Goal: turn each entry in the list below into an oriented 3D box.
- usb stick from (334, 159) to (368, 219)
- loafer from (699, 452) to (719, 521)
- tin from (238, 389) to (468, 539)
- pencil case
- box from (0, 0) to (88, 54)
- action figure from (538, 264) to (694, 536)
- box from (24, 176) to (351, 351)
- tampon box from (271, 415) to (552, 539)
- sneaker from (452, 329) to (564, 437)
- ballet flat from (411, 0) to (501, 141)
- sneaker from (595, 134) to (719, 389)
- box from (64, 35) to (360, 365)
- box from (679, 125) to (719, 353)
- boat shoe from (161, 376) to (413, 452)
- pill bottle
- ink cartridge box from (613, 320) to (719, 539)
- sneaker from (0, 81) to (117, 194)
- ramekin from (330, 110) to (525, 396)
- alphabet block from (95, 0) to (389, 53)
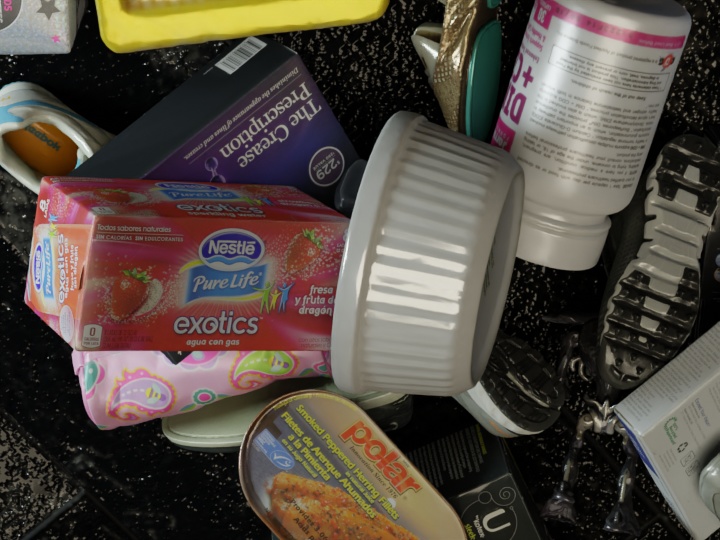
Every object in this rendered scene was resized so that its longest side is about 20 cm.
[{"bbox_3d":[0.000,0.000,1.523,0.033,0.056,0.200,13,142,11],"label":"usb stick"},{"bbox_3d":[0.313,0.183,1.567,0.070,0.070,0.200,-45,143,6],"label":"loafer"},{"bbox_3d":[-0.003,0.176,1.541,0.112,0.042,0.200,-43,82,6],"label":"tin"},{"bbox_3d":[-0.116,0.061,1.581,0.200,0.087,0.088,-14,112,3],"label":"pencil case"},{"bbox_3d":[-0.249,-0.259,1.422,0.115,0.132,0.200,-2,112,-1],"label":"box"},{"bbox_3d":[0.189,0.100,1.615,0.119,0.102,0.200,10,84,1],"label":"action figure"},{"bbox_3d":[-0.114,-0.004,1.399,0.200,0.100,0.096,1,107,-30],"label":"box"},{"bbox_3d":[0.048,0.230,1.638,0.200,0.126,0.150,-23,110,5],"label":"tampon box"},{"bbox_3d":[0.069,0.047,1.585,0.074,0.079,0.200,-33,87,-28],"label":"sneaker"},{"bbox_3d":[0.073,-0.189,1.518,0.065,0.071,0.200,15,110,20],"label":"ballet flat"},{"bbox_3d":[0.213,0.001,1.545,0.066,0.090,0.200,22,71,-11],"label":"sneaker"},{"bbox_3d":[-0.105,-0.053,1.494,0.200,0.079,0.141,-40,126,-12],"label":"box"},{"bbox_3d":[0.356,-0.009,1.606,0.200,0.050,0.199,1,113,-5],"label":"box"},{"bbox_3d":[-0.052,0.115,1.618,0.199,0.075,0.066,-17,135,2],"label":"boat shoe"},{"bbox_3d":[0.159,-0.109,1.519,0.113,0.113,0.200,13,110,-9],"label":"pill bottle"},{"bbox_3d":[0.298,0.094,1.556,0.200,0.043,0.196,-39,143,-3],"label":"ink cartridge box"},{"bbox_3d":[-0.187,-0.064,1.531,0.200,0.081,0.077,26,106,-15],"label":"sneaker"},{"bbox_3d":[0.051,-0.004,1.438,0.094,0.202,0.203,13,111,11],"label":"ramekin"},{"bbox_3d":[-0.088,-0.272,1.391,0.195,0.200,0.197,-9,112,-1],"label":"alphabet block"}]
